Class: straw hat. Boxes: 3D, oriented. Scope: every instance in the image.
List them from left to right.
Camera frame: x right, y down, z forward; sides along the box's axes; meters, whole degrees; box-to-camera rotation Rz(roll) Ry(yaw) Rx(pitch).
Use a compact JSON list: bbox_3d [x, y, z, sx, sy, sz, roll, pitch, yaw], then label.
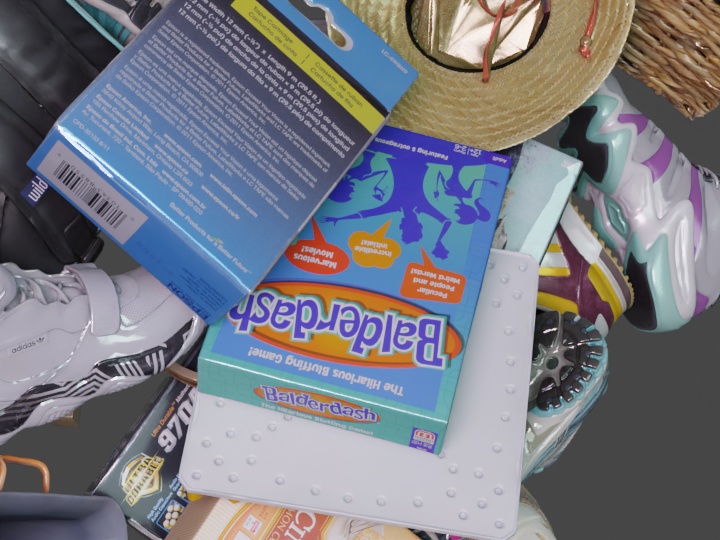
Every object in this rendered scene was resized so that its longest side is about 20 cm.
[{"bbox_3d":[0.078,-0.171,1.098,0.200,0.085,0.202,0,92,3],"label":"straw hat"}]

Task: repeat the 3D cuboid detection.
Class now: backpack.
[{"bbox_3d":[-0.236,-0.102,1.006,0.176,0.153,0.200,-52,125,-12],"label":"backpack"}]

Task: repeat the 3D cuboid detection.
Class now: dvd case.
[{"bbox_3d":[0.044,-0.011,1.089,0.146,0.022,0.201,25,80,3],"label":"dvd case"}]

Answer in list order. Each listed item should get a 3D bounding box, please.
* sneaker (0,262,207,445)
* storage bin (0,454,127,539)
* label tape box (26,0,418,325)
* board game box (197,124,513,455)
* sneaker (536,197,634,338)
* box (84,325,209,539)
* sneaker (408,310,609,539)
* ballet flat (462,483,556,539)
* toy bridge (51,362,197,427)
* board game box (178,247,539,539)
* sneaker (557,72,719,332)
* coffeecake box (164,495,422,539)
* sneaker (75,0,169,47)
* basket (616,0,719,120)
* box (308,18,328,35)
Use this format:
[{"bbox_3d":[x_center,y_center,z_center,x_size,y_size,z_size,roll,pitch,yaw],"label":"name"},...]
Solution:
[{"bbox_3d":[-0.178,0.018,0.942,0.199,0.075,0.115,-27,129,-16],"label":"sneaker"},{"bbox_3d":[-0.246,0.177,0.959,0.134,0.200,0.146,3,83,23],"label":"storage bin"},{"bbox_3d":[-0.076,-0.089,0.971,0.143,0.066,0.200,41,55,-7],"label":"label tape box"},{"bbox_3d":[0.000,0.000,1.014,0.152,0.045,0.201,14,58,3],"label":"board game box"},{"bbox_3d":[0.102,-0.021,1.146,0.200,0.075,0.090,48,69,-6],"label":"sneaker"},{"bbox_3d":[-0.062,0.113,1.100,0.159,0.046,0.200,36,76,-10],"label":"box"},{"bbox_3d":[0.098,0.123,1.107,0.200,0.086,0.078,-44,58,-2],"label":"sneaker"},{"bbox_3d":[0.123,0.215,1.134,0.068,0.067,0.200,-30,94,-17],"label":"ballet flat"},{"bbox_3d":[-0.185,0.065,1.052,0.199,0.027,0.067,5,72,1],"label":"toy bridge"},{"bbox_3d":[0.003,0.064,1.016,0.199,0.026,0.201,9,57,0],"label":"board game box"},{"bbox_3d":[0.230,-0.067,1.194,0.139,0.078,0.201,-20,95,-22],"label":"sneaker"},{"bbox_3d":[-0.031,0.218,1.024,0.200,0.073,0.154,39,63,-11],"label":"coffeecake box"},{"bbox_3d":[-0.133,-0.166,1.055,0.200,0.080,0.078,44,71,-24],"label":"sneaker"},{"bbox_3d":[0.222,-0.232,1.153,0.200,0.143,0.149,34,65,-10],"label":"basket"},{"bbox_3d":[-0.013,-0.153,1.142,0.199,0.039,0.042,-7,87,-17],"label":"box"}]
